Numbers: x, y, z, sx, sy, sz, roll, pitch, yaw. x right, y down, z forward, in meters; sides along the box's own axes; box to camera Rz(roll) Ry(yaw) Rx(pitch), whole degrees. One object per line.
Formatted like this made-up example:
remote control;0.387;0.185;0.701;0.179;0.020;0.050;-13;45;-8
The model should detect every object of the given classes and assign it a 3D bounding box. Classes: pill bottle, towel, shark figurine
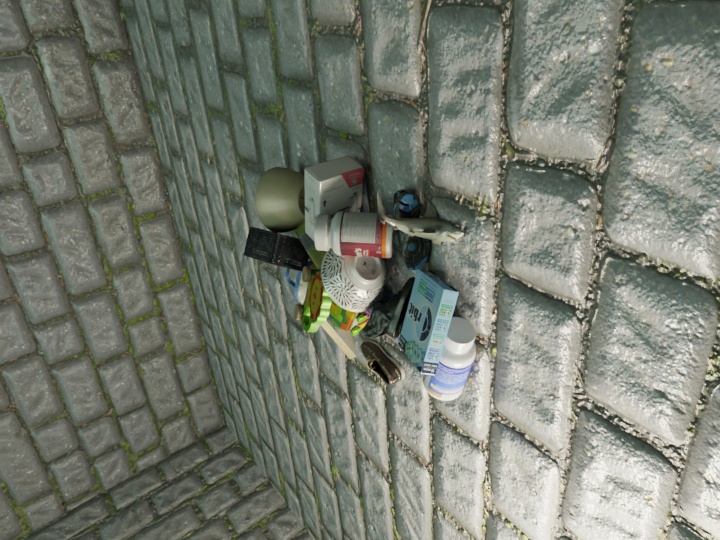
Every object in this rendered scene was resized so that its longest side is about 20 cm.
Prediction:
pill bottle;0.220;0.214;1.346;0.112;0.110;0.204;44;142;33
towel;-0.099;-0.092;1.603;0.201;0.142;0.023;52;170;40
shark figurine;0.134;-0.121;1.279;0.128;0.208;0.092;88;-163;-82
pill bottle;-0.013;-0.092;1.395;0.110;0.194;0.113;3;-90;-83

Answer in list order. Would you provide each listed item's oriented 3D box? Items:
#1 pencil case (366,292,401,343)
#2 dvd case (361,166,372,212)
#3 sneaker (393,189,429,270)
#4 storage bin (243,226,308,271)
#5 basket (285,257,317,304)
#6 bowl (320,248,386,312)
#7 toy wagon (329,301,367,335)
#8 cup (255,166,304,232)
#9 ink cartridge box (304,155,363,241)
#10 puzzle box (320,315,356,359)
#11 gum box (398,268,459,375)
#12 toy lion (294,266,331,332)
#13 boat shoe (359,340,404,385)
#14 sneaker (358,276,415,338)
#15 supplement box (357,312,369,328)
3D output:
pencil case;0.090;0.133;1.535;0.200;0.086;0.079;42;117;34
dvd case;-0.017;-0.198;1.552;0.147;0.016;0.205;24;128;51
sneaker;0.123;-0.101;1.357;0.082;0.071;0.205;-124;23;-66
storage bin;-0.258;-0.067;1.710;0.197;0.133;0.096;16;92;47
basket;-0.169;0.024;1.809;0.198;0.139;0.179;35;138;18
bowl;0.000;0.000;1.472;0.205;0.198;0.094;64;149;5
toy wagon;-0.052;0.114;1.586;0.156;0.039;0.202;52;146;23
cup;-0.204;-0.216;1.691;0.141;0.199;0.206;5;115;40
ink cartridge box;-0.072;-0.187;1.486;0.083;0.144;0.204;42;143;38
puzzle box;-0.074;0.167;1.722;0.201;0.025;0.135;55;-160;-38
gum box;0.157;0.118;1.318;0.170;0.043;0.206;-133;54;-68
toy lion;-0.128;0.090;1.577;0.192;0.067;0.205;-123;44;-58
boat shoe;0.054;0.285;1.710;0.199;0.059;0.074;36;138;43
sneaker;0.076;0.098;1.461;0.103;0.059;0.205;25;99;32
supplement box;-0.016;0.052;1.628;0.130;0.101;0.205;26;130;49
